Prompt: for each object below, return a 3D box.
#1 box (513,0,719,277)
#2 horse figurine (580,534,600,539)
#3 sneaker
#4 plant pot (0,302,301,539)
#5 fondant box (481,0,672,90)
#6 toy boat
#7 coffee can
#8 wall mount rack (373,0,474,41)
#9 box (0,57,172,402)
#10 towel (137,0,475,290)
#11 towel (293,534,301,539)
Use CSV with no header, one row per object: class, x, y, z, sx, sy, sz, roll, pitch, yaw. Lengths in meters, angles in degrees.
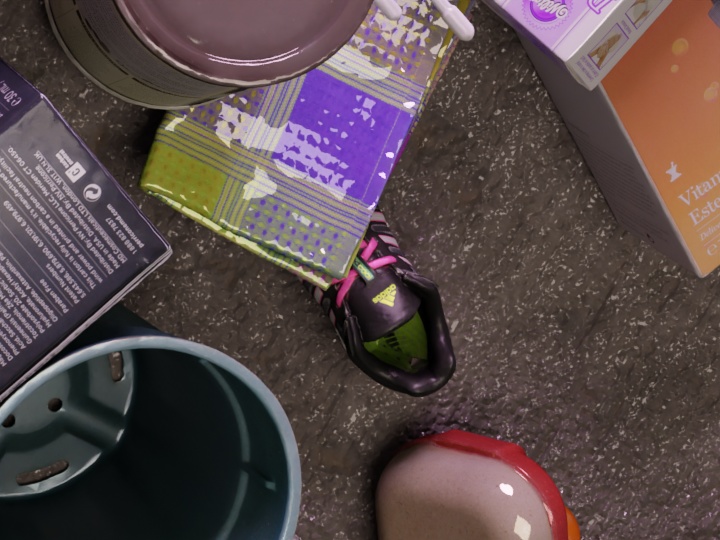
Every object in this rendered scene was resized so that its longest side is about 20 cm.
box,0.200,-0.127,1.816,0.152,0.106,0.200,-36,119,-8
horse figurine,0.156,0.287,1.947,0.050,0.133,0.200,-15,134,-7
sneaker,0.000,0.000,1.781,0.074,0.087,0.200,-37,119,-8
plant pot,-0.161,0.098,1.680,0.200,0.196,0.201,-9,113,-21
fondant box,0.139,-0.225,1.698,0.200,0.144,0.058,-49,157,3
toy boat,0.092,0.187,1.888,0.131,0.130,0.200,-29,122,-46
coffee can,-0.084,-0.164,1.597,0.146,0.200,0.147,0,89,-15
wall mount rack,0.005,-0.215,1.633,0.074,0.200,0.174,-5,102,-17
box,-0.236,-0.014,1.604,0.197,0.200,0.124,-42,118,-6
towel,-0.030,-0.107,1.727,0.143,0.023,0.200,28,82,-16
towel,-0.116,0.249,1.805,0.192,0.035,0.201,-4,108,8
